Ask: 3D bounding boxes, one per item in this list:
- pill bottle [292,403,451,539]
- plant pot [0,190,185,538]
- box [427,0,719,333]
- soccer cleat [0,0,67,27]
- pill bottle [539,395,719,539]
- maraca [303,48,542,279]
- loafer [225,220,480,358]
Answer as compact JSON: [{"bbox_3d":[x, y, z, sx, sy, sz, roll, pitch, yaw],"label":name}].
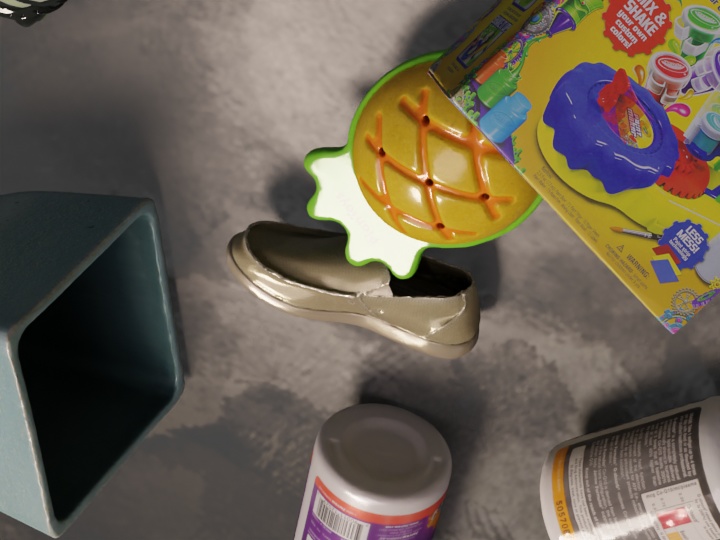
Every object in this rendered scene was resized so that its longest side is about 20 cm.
[{"bbox_3d":[0.002,0.215,1.395,0.111,0.112,0.201,19,129,7],"label":"pill bottle"},{"bbox_3d":[-0.281,0.054,1.345,0.199,0.196,0.197,12,128,24],"label":"plant pot"},{"bbox_3d":[0.181,-0.109,1.041,0.193,0.122,0.200,-44,104,7],"label":"box"},{"bbox_3d":[-0.223,-0.215,1.210,0.199,0.068,0.081,-2,141,23],"label":"soccer cleat"},{"bbox_3d":[0.242,0.158,1.260,0.199,0.117,0.117,-21,115,32],"label":"pill bottle"},{"bbox_3d":[0.047,-0.071,1.174,0.200,0.107,0.137,-34,98,34],"label":"maraca"},{"bbox_3d":[0.000,0.000,1.270,0.199,0.076,0.068,17,128,-4],"label":"loafer"}]
